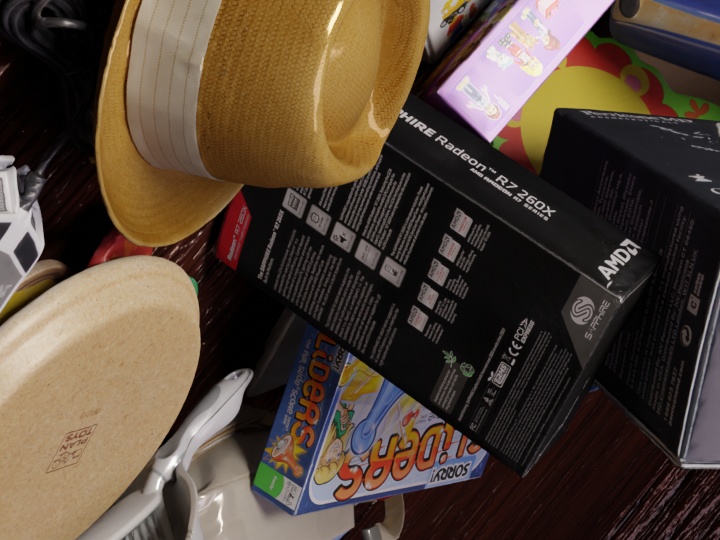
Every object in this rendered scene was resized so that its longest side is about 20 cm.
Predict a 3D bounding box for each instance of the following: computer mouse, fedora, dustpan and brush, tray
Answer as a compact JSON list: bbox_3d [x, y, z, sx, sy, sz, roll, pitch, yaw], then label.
[{"bbox_3d":[-0.153,-0.012,0.564,0.200,0.044,0.110,-56,165,-5],"label":"computer mouse"},{"bbox_3d":[-0.027,-0.085,0.594,0.201,0.082,0.201,-60,165,-27],"label":"fedora"},{"bbox_3d":[-0.114,0.126,0.795,0.200,0.139,0.057,-41,121,-38],"label":"dustpan and brush"},{"bbox_3d":[0.000,0.000,0.886,0.107,0.022,0.200,-21,156,-36],"label":"tray"}]

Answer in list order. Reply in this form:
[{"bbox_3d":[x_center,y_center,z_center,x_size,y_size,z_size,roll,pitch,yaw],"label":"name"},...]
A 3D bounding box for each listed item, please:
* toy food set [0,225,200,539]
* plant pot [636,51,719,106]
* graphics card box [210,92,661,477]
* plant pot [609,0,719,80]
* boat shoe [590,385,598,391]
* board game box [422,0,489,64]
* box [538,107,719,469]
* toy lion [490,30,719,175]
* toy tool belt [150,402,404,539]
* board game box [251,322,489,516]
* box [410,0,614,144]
[{"bbox_3d":[-0.146,0.066,0.699,0.200,0.049,0.198,-28,149,-48],"label":"toy food set"},{"bbox_3d":[0.168,-0.041,1.043,0.200,0.200,0.134,-41,-173,-27],"label":"plant pot"},{"bbox_3d":[0.030,-0.007,0.736,0.051,0.200,0.126,-36,154,-47],"label":"graphics card box"},{"bbox_3d":[0.270,-0.187,0.889,0.180,0.200,0.200,2,109,-40],"label":"plant pot"},{"bbox_3d":[0.099,0.069,1.058,0.069,0.200,0.084,23,84,-27],"label":"boat shoe"},{"bbox_3d":[0.080,-0.207,0.746,0.200,0.035,0.126,-49,161,-8],"label":"board game box"},{"bbox_3d":[0.213,0.005,0.773,0.200,0.197,0.124,3,108,-19],"label":"box"},{"bbox_3d":[0.165,-0.060,0.940,0.200,0.192,0.069,-9,166,-25],"label":"toy lion"},{"bbox_3d":[-0.074,0.145,0.935,0.123,0.125,0.200,-15,-178,35],"label":"toy tool belt"},{"bbox_3d":[0.029,0.067,0.910,0.200,0.034,0.136,-1,114,-54],"label":"board game box"},{"bbox_3d":[0.098,-0.145,0.801,0.200,0.039,0.137,-49,-170,-9],"label":"box"}]
